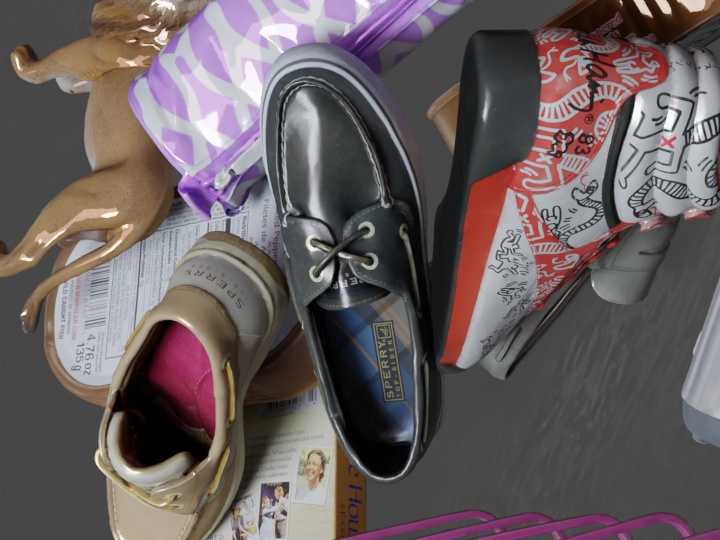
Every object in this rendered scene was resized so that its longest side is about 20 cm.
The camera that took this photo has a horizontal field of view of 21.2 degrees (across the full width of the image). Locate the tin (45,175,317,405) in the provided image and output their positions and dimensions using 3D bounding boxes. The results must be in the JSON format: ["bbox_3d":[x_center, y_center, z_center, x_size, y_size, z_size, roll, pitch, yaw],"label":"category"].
[{"bbox_3d":[-0.081,0.012,0.971,0.199,0.042,0.113,-10,72,35],"label":"tin"}]

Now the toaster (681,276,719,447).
[{"bbox_3d":[0.228,0.023,0.749,0.199,0.113,0.130,19,106,32],"label":"toaster"}]

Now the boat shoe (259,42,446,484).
[{"bbox_3d":[0.000,0.000,0.850,0.068,0.057,0.201,-10,112,12],"label":"boat shoe"}]

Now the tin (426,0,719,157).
[{"bbox_3d":[0.116,-0.101,0.806,0.199,0.112,0.042,-32,90,35],"label":"tin"}]

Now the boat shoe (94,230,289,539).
[{"bbox_3d":[-0.092,0.073,0.895,0.073,0.069,0.201,28,129,13],"label":"boat shoe"}]

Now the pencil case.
[{"bbox_3d":[-0.019,-0.112,0.882,0.200,0.084,0.086,-42,32,15],"label":"pencil case"}]

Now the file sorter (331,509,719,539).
[{"bbox_3d":[0.074,0.173,0.828,0.199,0.138,0.127,-8,91,57],"label":"file sorter"}]

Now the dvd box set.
[{"bbox_3d":[-0.061,0.134,0.968,0.145,0.029,0.202,-13,69,35],"label":"dvd box set"}]

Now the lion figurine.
[{"bbox_3d":[-0.119,-0.071,0.968,0.122,0.072,0.202,-7,74,29],"label":"lion figurine"}]

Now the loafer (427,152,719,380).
[{"bbox_3d":[0.112,-0.021,0.852,0.200,0.070,0.070,-39,84,39],"label":"loafer"}]

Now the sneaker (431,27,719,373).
[{"bbox_3d":[0.088,-0.019,0.780,0.202,0.107,0.068,97,172,-55],"label":"sneaker"}]
